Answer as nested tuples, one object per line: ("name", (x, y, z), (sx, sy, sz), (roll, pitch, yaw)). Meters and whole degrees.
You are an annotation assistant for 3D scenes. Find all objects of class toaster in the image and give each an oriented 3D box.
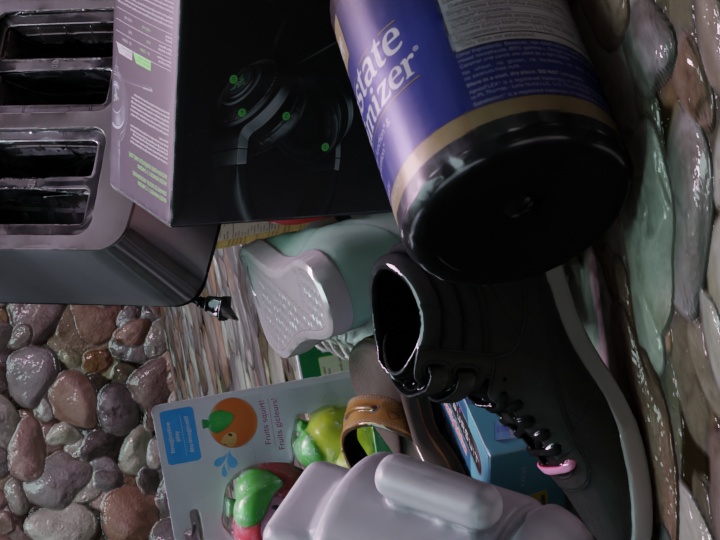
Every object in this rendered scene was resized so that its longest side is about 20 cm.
("toaster", (-0.173, -0.072, 1.709), (0.119, 0.199, 0.182), (38, -122, -59))

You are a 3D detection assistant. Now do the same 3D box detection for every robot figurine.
("robot figurine", (0.048, 0.167, 1.419), (0.113, 0.199, 0.170), (-56, -30, -35))

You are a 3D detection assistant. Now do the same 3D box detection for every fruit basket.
("fruit basket", (-0.021, 0.159, 1.709), (0.094, 0.199, 0.186), (-140, 40, -76))

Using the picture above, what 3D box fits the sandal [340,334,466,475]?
("sandal", (0.019, 0.109, 1.563), (0.200, 0.054, 0.082), (-114, 15, -50))

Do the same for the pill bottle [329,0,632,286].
("pill bottle", (0.049, -0.102, 1.260), (0.112, 0.111, 0.201), (92, 164, -54))

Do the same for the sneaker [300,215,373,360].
("sneaker", (0.004, 0.030, 1.698), (0.077, 0.080, 0.200), (59, 177, -33))

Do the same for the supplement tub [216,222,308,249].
("supplement tub", (-0.097, -0.089, 1.865), (0.145, 0.199, 0.146), (169, 90, -80))

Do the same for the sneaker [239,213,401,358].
("sneaker", (0.000, 0.000, 1.633), (0.074, 0.118, 0.200), (70, 163, -7))

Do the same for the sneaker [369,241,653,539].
("sneaker", (0.068, 0.061, 1.295), (0.071, 0.099, 0.201), (-16, 99, 65))

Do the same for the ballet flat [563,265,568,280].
("ballet flat", (0.071, -0.053, 1.359), (0.064, 0.075, 0.201), (2, 111, 59))

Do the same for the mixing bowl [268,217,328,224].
("mixing bowl", (-0.054, -0.102, 1.599), (0.200, 0.108, 0.200), (50, 175, 5))

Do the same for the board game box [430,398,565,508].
("board game box", (0.077, 0.128, 1.555), (0.151, 0.047, 0.201), (-113, 15, -49))

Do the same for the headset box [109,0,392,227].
("headset box", (-0.035, -0.121, 1.402), (0.093, 0.173, 0.201), (31, 122, 59))

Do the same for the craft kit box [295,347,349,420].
("craft kit box", (-0.001, 0.115, 1.866), (0.197, 0.048, 0.201), (-27, -73, -80))
